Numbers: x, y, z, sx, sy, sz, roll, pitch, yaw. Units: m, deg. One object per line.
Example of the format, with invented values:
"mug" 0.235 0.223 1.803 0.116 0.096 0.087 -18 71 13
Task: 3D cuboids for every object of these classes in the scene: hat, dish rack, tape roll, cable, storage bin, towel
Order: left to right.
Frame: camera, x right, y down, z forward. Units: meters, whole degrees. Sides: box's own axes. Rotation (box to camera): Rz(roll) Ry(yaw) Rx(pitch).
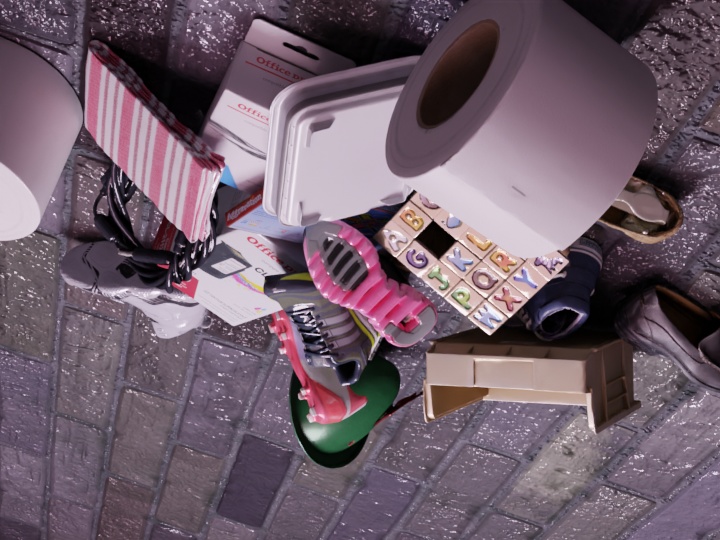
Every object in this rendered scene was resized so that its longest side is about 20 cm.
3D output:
"tape roll" -0.418 -0.145 1.597 0.201 0.140 0.203 12 149 7
"towel" -0.221 -0.134 1.545 0.200 0.030 0.147 46 150 14
"cable" -0.224 -0.066 1.639 0.200 0.051 0.164 -39 76 41
"dish rack" -0.006 -0.115 1.430 0.170 0.044 0.201 -15 148 -18
"hat" 0.034 0.148 1.831 0.175 0.200 0.166 -8 125 37
"tape roll" 0.135 -0.132 1.262 0.139 0.204 0.202 32 147 -23
"storage bin" 0.197 0.121 1.671 0.198 0.095 0.198 2 -175 26

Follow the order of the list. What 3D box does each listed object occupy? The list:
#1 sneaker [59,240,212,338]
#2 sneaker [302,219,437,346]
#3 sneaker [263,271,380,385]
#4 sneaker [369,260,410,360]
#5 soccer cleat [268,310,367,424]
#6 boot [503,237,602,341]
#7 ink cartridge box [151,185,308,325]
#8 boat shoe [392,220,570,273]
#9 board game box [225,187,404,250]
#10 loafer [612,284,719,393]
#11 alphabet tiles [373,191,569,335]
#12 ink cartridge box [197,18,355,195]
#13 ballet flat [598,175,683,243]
"sneaker" -0.280 0.029 1.872 0.198 0.076 0.115 8 146 9
"sneaker" 0.000 0.000 1.602 0.079 0.096 0.200 -38 126 9
"sneaker" -0.042 0.062 1.638 0.073 0.082 0.200 -7 150 34
"sneaker" -0.003 0.042 1.760 0.087 0.076 0.200 24 150 0
"soccer cleat" -0.058 0.090 1.795 0.076 0.201 0.067 -17 166 -17
"boot" 0.195 0.041 1.635 0.072 0.091 0.200 24 149 -12
"ink cartridge box" -0.127 -0.024 1.701 0.145 0.083 0.199 36 145 -29
"boat shoe" 0.128 -0.019 1.591 0.199 0.072 0.065 -6 142 32
"board game box" -0.036 -0.057 1.576 0.199 0.020 0.103 13 150 -42
"loafer" 0.379 0.078 1.626 0.199 0.073 0.072 23 145 -13
"alphabet tiles" 0.133 -0.042 1.521 0.167 0.008 0.200 39 125 -7
"ink cartridge box" -0.092 -0.155 1.484 0.115 0.068 0.200 22 149 -10
"ballet flat" 0.231 -0.081 1.436 0.199 0.071 0.065 17 177 -15
